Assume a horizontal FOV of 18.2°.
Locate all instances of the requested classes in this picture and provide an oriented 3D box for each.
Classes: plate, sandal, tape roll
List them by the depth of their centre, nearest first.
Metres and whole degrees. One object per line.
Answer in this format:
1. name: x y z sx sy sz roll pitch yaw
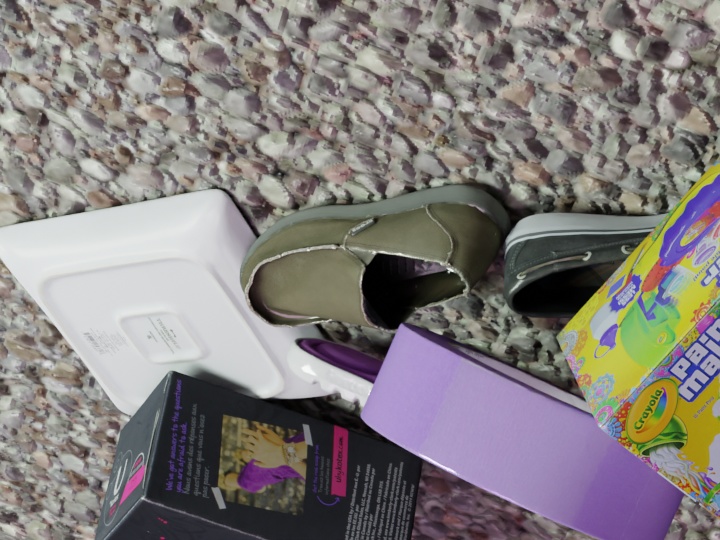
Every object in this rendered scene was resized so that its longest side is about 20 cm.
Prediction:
1. tape roll: 0.102 0.101 1.369 0.200 0.066 0.200 25 -178 -1
2. sandal: 0.051 0.074 1.503 0.202 0.082 0.050 16 105 -3
3. plate: -0.134 0.035 1.556 0.199 0.032 0.200 -8 134 30

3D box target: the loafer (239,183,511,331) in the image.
1. loafer: 0.000 0.000 1.428 0.199 0.070 0.075 -18 128 35

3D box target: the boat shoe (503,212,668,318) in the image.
1. boat shoe: 0.183 0.002 1.361 0.199 0.057 0.069 -2 137 17

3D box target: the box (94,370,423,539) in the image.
1. box: -0.072 0.167 1.593 0.199 0.106 0.122 20 147 -14

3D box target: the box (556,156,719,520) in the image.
1. box: 0.254 0.043 1.265 0.192 0.122 0.200 37 104 -20
